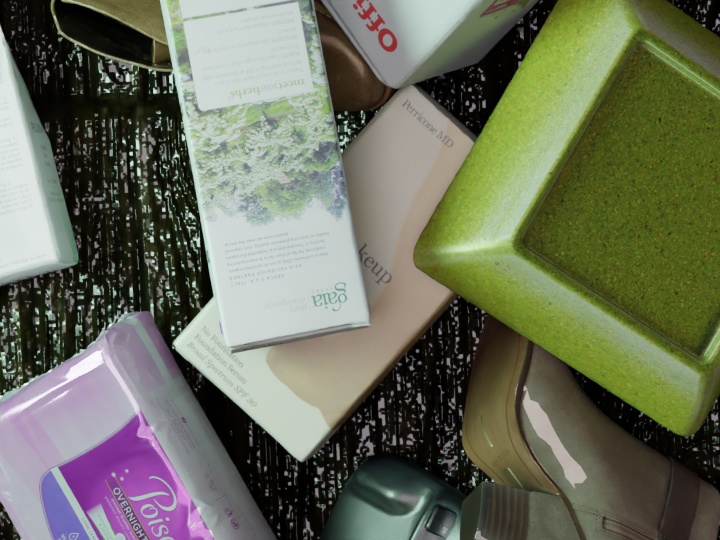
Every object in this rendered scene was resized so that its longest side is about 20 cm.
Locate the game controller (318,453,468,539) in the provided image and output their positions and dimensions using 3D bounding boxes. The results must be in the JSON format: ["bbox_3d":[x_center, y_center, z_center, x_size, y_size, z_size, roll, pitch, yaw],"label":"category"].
[{"bbox_3d":[-0.001,0.205,1.441,0.104,0.042,0.200,30,95,47],"label":"game controller"}]

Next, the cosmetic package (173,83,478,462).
[{"bbox_3d":[0.000,0.000,1.433,0.105,0.071,0.200,41,95,3],"label":"cosmetic package"}]

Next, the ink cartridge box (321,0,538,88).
[{"bbox_3d":[0.053,-0.214,1.356,0.145,0.085,0.200,55,131,11],"label":"ink cartridge box"}]

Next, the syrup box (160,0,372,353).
[{"bbox_3d":[-0.052,-0.061,1.354,0.079,0.081,0.201,-10,92,-5],"label":"syrup box"}]

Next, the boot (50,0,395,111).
[{"bbox_3d":[-0.079,-0.125,1.423,0.200,0.076,0.074,21,130,9],"label":"boot"}]

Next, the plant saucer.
[{"bbox_3d":[0.161,-0.038,1.383,0.199,0.048,0.200,32,85,-16],"label":"plant saucer"}]

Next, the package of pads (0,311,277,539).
[{"bbox_3d":[-0.127,0.136,1.439,0.120,0.076,0.200,-31,87,22],"label":"package of pads"}]

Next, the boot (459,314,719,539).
[{"bbox_3d":[0.133,0.108,1.423,0.146,0.070,0.200,18,64,-16],"label":"boot"}]

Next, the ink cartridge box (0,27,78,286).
[{"bbox_3d":[-0.266,-0.079,1.471,0.161,0.050,0.200,-15,87,6],"label":"ink cartridge box"}]
